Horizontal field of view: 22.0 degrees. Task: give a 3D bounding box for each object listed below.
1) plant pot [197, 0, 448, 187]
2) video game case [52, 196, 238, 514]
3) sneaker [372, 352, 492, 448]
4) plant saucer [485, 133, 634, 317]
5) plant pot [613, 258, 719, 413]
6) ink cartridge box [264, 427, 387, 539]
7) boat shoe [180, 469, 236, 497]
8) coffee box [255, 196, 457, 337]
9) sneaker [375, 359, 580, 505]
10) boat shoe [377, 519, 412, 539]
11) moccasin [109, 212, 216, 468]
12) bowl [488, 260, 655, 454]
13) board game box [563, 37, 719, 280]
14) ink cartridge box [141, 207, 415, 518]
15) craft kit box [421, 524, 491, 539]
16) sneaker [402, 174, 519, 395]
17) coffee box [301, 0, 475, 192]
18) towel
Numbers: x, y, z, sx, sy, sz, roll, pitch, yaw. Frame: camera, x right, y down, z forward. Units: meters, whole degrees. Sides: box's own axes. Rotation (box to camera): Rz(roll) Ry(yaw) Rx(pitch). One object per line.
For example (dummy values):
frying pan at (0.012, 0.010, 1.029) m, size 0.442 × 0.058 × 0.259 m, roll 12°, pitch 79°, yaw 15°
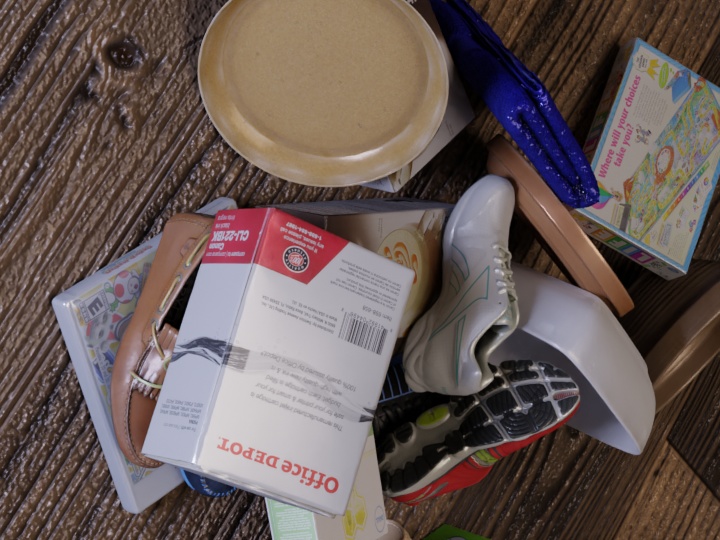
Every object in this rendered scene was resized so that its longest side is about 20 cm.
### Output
plant pot at (-0.029, -0.155, 1.469) m, size 0.028 × 0.200 × 0.200 m, roll -81°, pitch 152°, yaw -53°
video game case at (-0.146, 0.068, 1.499) m, size 0.182 × 0.023 × 0.200 m, roll -34°, pitch 122°, yaw -34°
sneaker at (0.038, 0.119, 1.653) m, size 0.200 × 0.078 × 0.070 m, roll -28°, pitch 120°, yaw -37°
plant saucer at (0.175, -0.037, 1.679) m, size 0.032 × 0.200 × 0.200 m, roll -37°, pitch 129°, yaw 3°
plant pot at (0.309, 0.055, 1.866) m, size 0.201 × 0.093 × 0.201 m, roll -41°, pitch 161°, yaw -17°
ink cartridge box at (-0.023, 0.233, 1.531) m, size 0.145 × 0.048 × 0.200 m, roll -13°, pitch 93°, yaw -67°
boat shoe at (-0.105, 0.089, 1.481) m, size 0.084 × 0.069 × 0.200 m, roll -8°, pitch 107°, yaw -43°
coffee box at (0.000, 0.000, 1.570) m, size 0.200 × 0.080 × 0.115 m, roll -7°, pitch 104°, yaw -51°
sneaker at (0.103, 0.144, 1.621) m, size 0.200 × 0.077 × 0.085 m, roll -26°, pitch 147°, yaw 11°
boat shoe at (-0.031, 0.270, 1.625) m, size 0.200 × 0.074 × 0.069 m, roll -33°, pitch 127°, yaw -34°
moccasin at (-0.137, 0.056, 1.434) m, size 0.074 × 0.078 × 0.202 m, roll 27°, pitch 81°, yaw -43°
bowl at (0.174, 0.066, 1.682) m, size 0.075 × 0.200 × 0.200 m, roll -54°, pitch 135°, yaw -13°
board game box at (0.286, -0.110, 1.808) m, size 0.134 × 0.034 × 0.200 m, roll 29°, pitch 68°, yaw -16°
ink cartridge box at (-0.061, 0.070, 1.395) m, size 0.144 × 0.084 × 0.200 m, roll 24°, pitch 76°, yaw -33°
craft kit box at (0.083, 0.313, 1.658) m, size 0.197 × 0.200 × 0.049 m, roll -26°, pitch 116°, yaw -38°
sneaker at (0.105, 0.016, 1.580) m, size 0.070 × 0.080 × 0.201 m, roll 32°, pitch 72°, yaw -51°
coffee box at (0.004, -0.181, 1.545) m, size 0.113 × 0.080 × 0.200 m, roll -43°, pitch 127°, yaw -27°
towel at (0.134, -0.151, 1.604) m, size 0.050 × 0.200 × 0.148 m, roll -39°, pitch 131°, yaw 7°
